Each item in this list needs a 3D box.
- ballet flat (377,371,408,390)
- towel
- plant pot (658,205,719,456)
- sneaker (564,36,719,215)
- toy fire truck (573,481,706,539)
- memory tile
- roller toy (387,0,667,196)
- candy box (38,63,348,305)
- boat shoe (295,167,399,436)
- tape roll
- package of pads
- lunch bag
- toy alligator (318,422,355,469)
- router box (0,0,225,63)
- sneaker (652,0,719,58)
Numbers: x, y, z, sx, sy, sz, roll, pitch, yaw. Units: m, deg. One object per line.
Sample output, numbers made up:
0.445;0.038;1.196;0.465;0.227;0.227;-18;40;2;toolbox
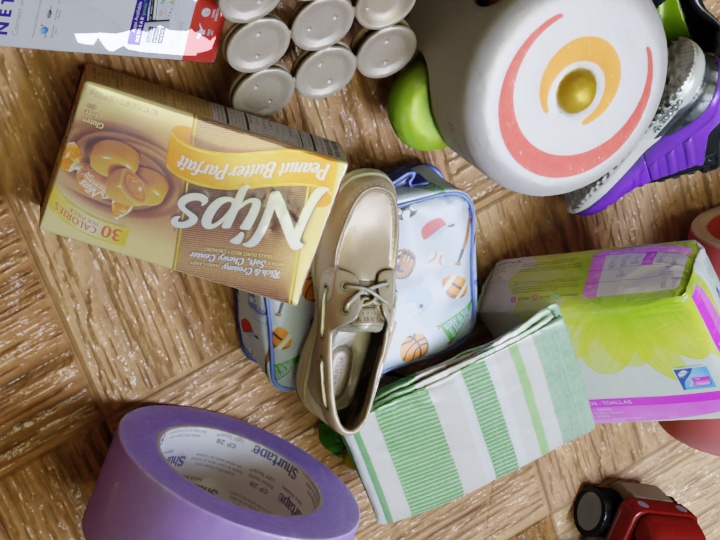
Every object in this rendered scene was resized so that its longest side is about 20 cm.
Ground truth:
0.066;0.115;1.809;0.199;0.067;0.047;13;92;-42;ballet flat
0.086;0.120;1.767;0.199;0.023;0.153;-26;134;-6;towel
0.351;0.045;1.882;0.199;0.200;0.179;-13;113;-24;plant pot
0.243;-0.097;1.751;0.099;0.070;0.200;17;141;-24;sneaker
0.243;0.304;1.941;0.128;0.200;0.177;10;110;-34;toy fire truck
-0.031;-0.196;1.556;0.152;0.017;0.201;-21;142;-12;memory tile
0.135;-0.159;1.666;0.181;0.140;0.201;15;107;-35;roller toy
-0.121;-0.061;1.585;0.198;0.055;0.116;17;108;-13;candy box
-0.001;0.025;1.646;0.072;0.065;0.202;2;111;-27;boat shoe
-0.106;0.187;1.677;0.199;0.200;0.086;13;109;-34;tape roll
0.209;0.053;1.793;0.155;0.199;0.068;57;42;-34;package of pads
0.000;0.000;1.718;0.198;0.076;0.162;-16;120;-21;lunch bag
0.028;0.150;1.830;0.199;0.060;0.054;24;144;-38;toy alligator
-0.163;-0.246;1.495;0.178;0.049;0.201;0;121;-30;router box
0.254;-0.165;1.768;0.071;0.083;0.201;-33;128;-15;sneaker
